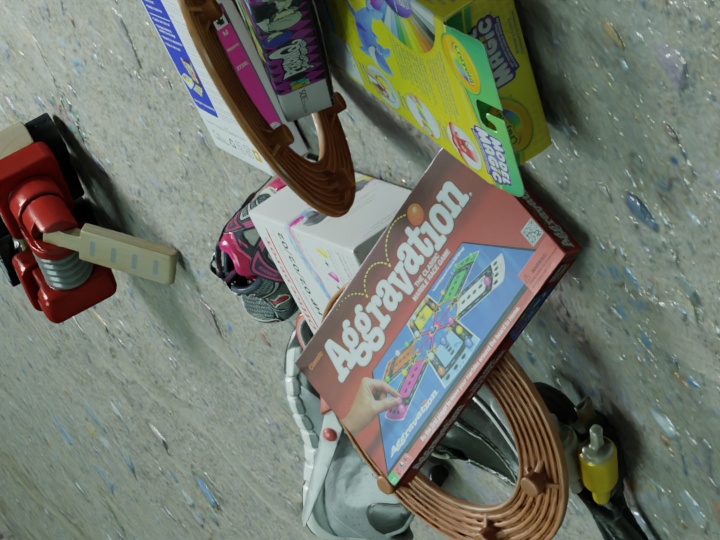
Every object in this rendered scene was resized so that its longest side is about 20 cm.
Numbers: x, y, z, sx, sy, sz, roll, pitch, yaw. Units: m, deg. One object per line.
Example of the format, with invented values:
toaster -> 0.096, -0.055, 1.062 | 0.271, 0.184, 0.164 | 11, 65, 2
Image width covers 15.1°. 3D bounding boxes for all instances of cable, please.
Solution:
cable -> 0.140, 0.144, 1.691 | 0.097, 0.050, 0.200 | 26, 147, 43

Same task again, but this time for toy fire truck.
toy fire truck -> -0.246, -0.021, 2.384 | 0.200, 0.128, 0.176 | 55, 167, 39

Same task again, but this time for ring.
ring -> 0.045, 0.093, 1.663 | 0.200, 0.019, 0.201 | 31, 140, 30
ring -> -0.053, -0.124, 1.618 | 0.201, 0.019, 0.201 | 53, -162, -25

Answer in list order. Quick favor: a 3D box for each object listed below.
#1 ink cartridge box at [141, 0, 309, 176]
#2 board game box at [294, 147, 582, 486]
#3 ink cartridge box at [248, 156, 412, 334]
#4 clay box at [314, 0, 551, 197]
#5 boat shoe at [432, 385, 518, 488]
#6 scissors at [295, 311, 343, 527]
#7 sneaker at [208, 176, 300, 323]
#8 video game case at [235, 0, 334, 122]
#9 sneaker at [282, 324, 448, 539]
ink cartridge box -> -0.107, -0.159, 1.823 | 0.095, 0.037, 0.200 | 29, 153, 58
board game box -> 0.042, 0.022, 1.580 | 0.103, 0.019, 0.200 | 50, 127, 23
ink cartridge box -> 0.000, 0.000, 1.775 | 0.200, 0.068, 0.115 | 21, 142, 62
clay box -> 0.033, -0.129, 1.459 | 0.200, 0.048, 0.115 | 39, 157, 44
boat shoe -> 0.056, 0.098, 1.821 | 0.200, 0.064, 0.071 | 39, 158, 42
scissors -> -0.014, 0.111, 1.969 | 0.073, 0.014, 0.200 | 11, 120, 19
sneaker -> -0.073, -0.008, 1.955 | 0.081, 0.075, 0.200 | 51, 165, 14
video game case -> -0.071, -0.203, 1.500 | 0.181, 0.036, 0.200 | 74, 173, -72
sneaker -> 0.013, 0.120, 2.014 | 0.115, 0.075, 0.200 | 13, 127, 29
